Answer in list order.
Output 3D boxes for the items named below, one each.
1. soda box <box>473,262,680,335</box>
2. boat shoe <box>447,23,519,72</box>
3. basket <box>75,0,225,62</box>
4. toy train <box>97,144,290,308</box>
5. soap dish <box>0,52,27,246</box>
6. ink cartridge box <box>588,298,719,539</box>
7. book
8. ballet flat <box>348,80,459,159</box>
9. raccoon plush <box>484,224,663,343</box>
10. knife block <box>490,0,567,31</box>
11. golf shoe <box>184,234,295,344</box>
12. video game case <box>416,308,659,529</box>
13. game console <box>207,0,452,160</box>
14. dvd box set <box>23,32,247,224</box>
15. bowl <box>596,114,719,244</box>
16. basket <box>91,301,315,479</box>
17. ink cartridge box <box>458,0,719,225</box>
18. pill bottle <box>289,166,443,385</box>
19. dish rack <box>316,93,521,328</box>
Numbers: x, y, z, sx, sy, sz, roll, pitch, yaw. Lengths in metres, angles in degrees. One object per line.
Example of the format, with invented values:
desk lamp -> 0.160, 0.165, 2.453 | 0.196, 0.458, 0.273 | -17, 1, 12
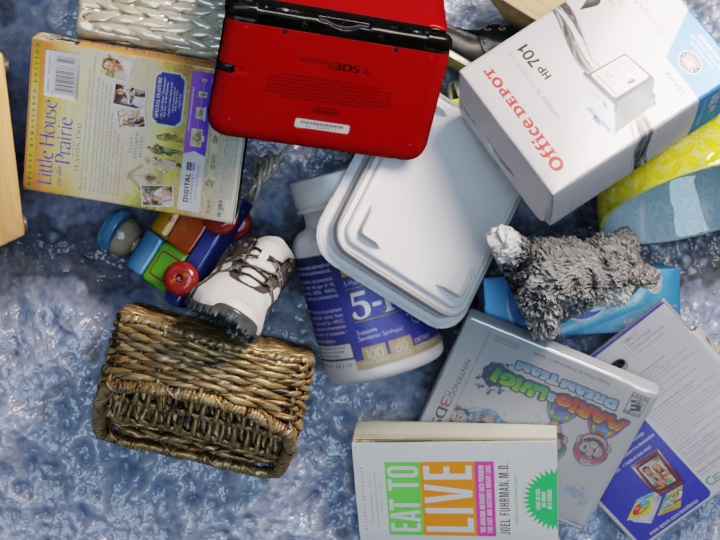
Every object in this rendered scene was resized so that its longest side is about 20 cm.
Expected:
soda box -> 0.216, 0.030, 1.318 | 0.200, 0.068, 0.064 | -3, 95, -5
boat shoe -> 0.133, -0.211, 1.288 | 0.201, 0.074, 0.063 | 24, 95, -7
basket -> -0.162, -0.252, 1.222 | 0.200, 0.136, 0.123 | 9, 86, -6
toy train -> -0.162, -0.074, 1.277 | 0.116, 0.085, 0.200 | 32, 91, 7
soap dish -> -0.361, -0.113, 1.216 | 0.081, 0.157, 0.200 | -7, 95, -16
ink cartridge box -> 0.294, 0.152, 1.320 | 0.198, 0.047, 0.200 | -41, 96, 19
book -> 0.097, 0.219, 1.306 | 0.200, 0.048, 0.134 | -1, 111, 9
ballet flat -> 0.077, -0.155, 1.299 | 0.200, 0.067, 0.067 | -7, 66, -3
raccoon plush -> 0.201, -0.004, 1.193 | 0.134, 0.200, 0.097 | -24, 75, 8
knife block -> 0.230, -0.232, 1.250 | 0.176, 0.200, 0.064 | 27, 92, 23
golf shoe -> -0.107, 0.008, 1.219 | 0.078, 0.200, 0.095 | 31, 96, -7
video game case -> 0.166, 0.150, 1.298 | 0.200, 0.024, 0.182 | 22, 118, 0
game console -> -0.031, -0.206, 1.163 | 0.200, 0.119, 0.172 | 6, 115, -15
dvd box set -> -0.202, -0.128, 1.189 | 0.200, 0.029, 0.146 | 9, 112, 0
bowl -> 0.317, -0.112, 1.271 | 0.200, 0.200, 0.108 | -11, 72, -4
basket -> -0.152, 0.127, 1.256 | 0.200, 0.143, 0.149 | 15, 92, -6
ink cartridge box -> 0.207, -0.159, 1.159 | 0.200, 0.086, 0.146 | -33, 74, -7
pill bottle -> 0.000, 0.000, 1.271 | 0.120, 0.120, 0.200 | -16, 96, -4
dish rack -> 0.069, -0.065, 1.217 | 0.172, 0.044, 0.200 | 32, 73, -18
